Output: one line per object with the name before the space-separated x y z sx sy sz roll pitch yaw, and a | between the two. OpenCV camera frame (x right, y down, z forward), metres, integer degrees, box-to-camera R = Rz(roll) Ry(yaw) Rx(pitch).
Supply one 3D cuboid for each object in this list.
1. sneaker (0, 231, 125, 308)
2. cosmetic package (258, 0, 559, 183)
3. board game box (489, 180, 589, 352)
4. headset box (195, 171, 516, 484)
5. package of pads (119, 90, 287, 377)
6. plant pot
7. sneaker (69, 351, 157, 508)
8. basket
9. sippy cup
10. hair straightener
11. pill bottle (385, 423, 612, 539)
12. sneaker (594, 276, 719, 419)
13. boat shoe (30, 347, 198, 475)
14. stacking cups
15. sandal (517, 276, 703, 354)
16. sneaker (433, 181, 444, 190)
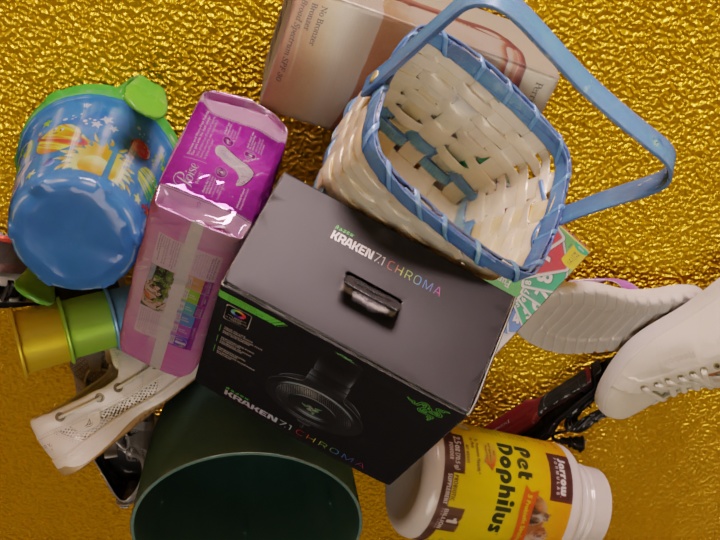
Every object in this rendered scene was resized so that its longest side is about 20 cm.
sneaker | -0.302 0.010 0.862 0.197 0.082 0.078 13 125 -13
cosmetic package | 0.033 -0.149 0.752 0.197 0.088 0.104 15 123 -12
board game box | 0.090 0.026 0.852 0.095 0.030 0.200 42 107 5
headset box | -0.010 0.047 0.694 0.173 0.093 0.200 28 152 -2
package of pads | -0.119 -0.022 0.755 0.075 0.122 0.201 21 141 -6
plant pot | -0.103 0.169 0.927 0.197 0.162 0.202 -3 130 -4
sneaker | -0.227 0.136 0.954 0.074 0.082 0.202 -7 125 4
basket | 0.073 -0.081 0.648 0.176 0.140 0.199 38 148 -24
sippy cup | -0.209 -0.057 0.781 0.137 0.131 0.180 -3 121 -2
hair straightener | 0.202 0.141 1.000 0.077 0.041 0.200 39 112 -25
pill bottle | 0.130 0.206 0.945 0.197 0.110 0.110 14 125 -18
sneaker | 0.293 0.082 0.891 0.072 0.085 0.200 22 123 -40
boat shoe | -0.197 0.089 0.887 0.200 0.071 0.070 -40 101 -23
stacking cups | -0.192 0.040 0.864 0.197 0.061 0.061 -12 129 -20
sandal | 0.219 0.033 0.912 0.200 0.050 0.083 4 131 -22
sneaker | 0.000 0.000 0.837 0.198 0.075 0.116 -22 81 19
